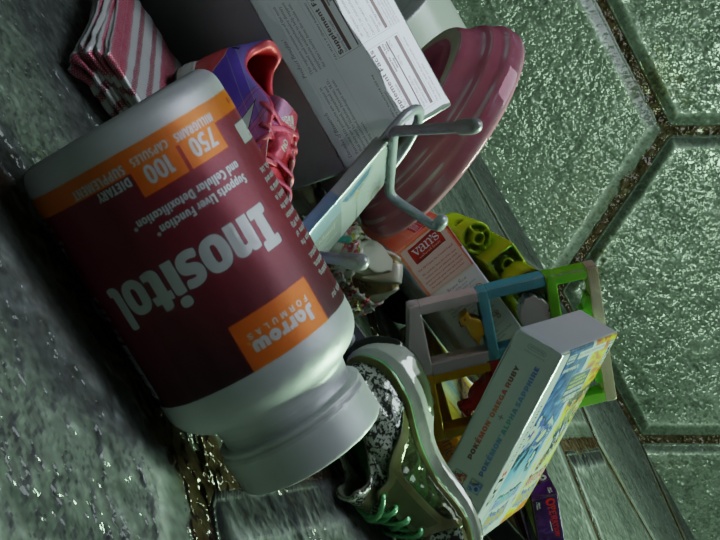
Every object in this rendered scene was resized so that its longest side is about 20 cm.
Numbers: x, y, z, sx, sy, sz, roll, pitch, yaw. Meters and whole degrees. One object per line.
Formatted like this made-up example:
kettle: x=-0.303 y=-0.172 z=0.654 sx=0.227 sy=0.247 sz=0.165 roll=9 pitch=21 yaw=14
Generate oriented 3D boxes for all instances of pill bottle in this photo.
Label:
pill bottle: x=-0.074 y=0.009 z=0.686 sx=0.200 sy=0.113 sz=0.113 roll=59 pitch=12 yaw=-11

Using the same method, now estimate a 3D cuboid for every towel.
towel: x=-0.129 y=-0.097 z=0.912 sx=0.200 sy=0.030 sz=0.147 roll=58 pitch=12 yaw=-30

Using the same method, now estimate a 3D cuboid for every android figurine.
android figurine: x=0.138 y=0.017 z=1.279 sx=0.182 sy=0.041 sz=0.200 roll=53 pitch=-7 yaw=-22

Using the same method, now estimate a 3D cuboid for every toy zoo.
toy zoo: x=0.119 y=0.074 z=1.177 sx=0.020 sy=0.199 sz=0.132 roll=-110 pitch=-172 yaw=-71

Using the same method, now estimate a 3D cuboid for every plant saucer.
plant saucer: x=0.053 y=-0.124 z=1.101 sx=0.051 sy=0.201 sz=0.201 roll=34 pitch=20 yaw=-16

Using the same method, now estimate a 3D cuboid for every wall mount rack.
wall mount rack: x=0.008 y=-0.033 z=0.883 sx=0.074 sy=0.200 sz=0.174 roll=35 pitch=-19 yaw=12

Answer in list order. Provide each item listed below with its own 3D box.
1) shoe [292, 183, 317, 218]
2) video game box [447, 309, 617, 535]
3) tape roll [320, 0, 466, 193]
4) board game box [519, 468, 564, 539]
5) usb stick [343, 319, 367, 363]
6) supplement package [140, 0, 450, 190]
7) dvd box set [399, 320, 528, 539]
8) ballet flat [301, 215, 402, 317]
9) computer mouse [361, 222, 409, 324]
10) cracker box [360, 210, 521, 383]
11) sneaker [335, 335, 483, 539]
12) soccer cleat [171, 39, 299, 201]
shoe: x=-0.073 y=-0.114 z=1.108 sx=0.201 sy=0.053 sz=0.070 roll=63 pitch=12 yaw=-5
video game box: x=0.130 y=0.126 z=1.084 sx=0.047 sy=0.183 sz=0.200 roll=33 pitch=14 yaw=18
tape roll: x=0.017 y=-0.179 z=1.289 sx=0.139 sy=0.202 sz=0.203 roll=57 pitch=13 yaw=-25
board game box: x=0.162 y=0.208 z=1.294 sx=0.200 sy=0.032 sz=0.120 roll=-106 pitch=-173 yaw=-63
usb stick: x=-0.013 y=0.053 z=1.044 sx=0.200 sy=0.033 sz=0.056 roll=54 pitch=15 yaw=-33
supplement package: x=-0.057 y=-0.172 z=1.009 sx=0.156 sy=0.111 sz=0.200 roll=-13 pitch=-71 yaw=60
dvd box set: x=0.100 y=0.160 z=1.292 sx=0.146 sy=0.029 sz=0.200 roll=52 pitch=16 yaw=-41
ballet flat: x=0.000 y=0.000 z=1.119 sx=0.200 sy=0.064 sz=0.076 roll=27 pitch=65 yaw=-71
computer mouse: x=0.037 y=-0.022 z=1.381 sx=0.139 sy=0.053 sz=0.200 roll=57 pitch=13 yaw=-28
cracker box: x=0.089 y=0.031 z=1.246 sx=0.200 sy=0.058 sz=0.134 roll=52 pitch=-5 yaw=-18
sneaker: x=0.016 y=0.151 z=0.921 sx=0.088 sy=0.077 sz=0.201 roll=-27 pitch=99 yaw=-43
soccer cleat: x=-0.069 y=-0.072 z=0.862 sx=0.068 sy=0.073 sz=0.200 roll=52 pitch=16 yaw=-50
